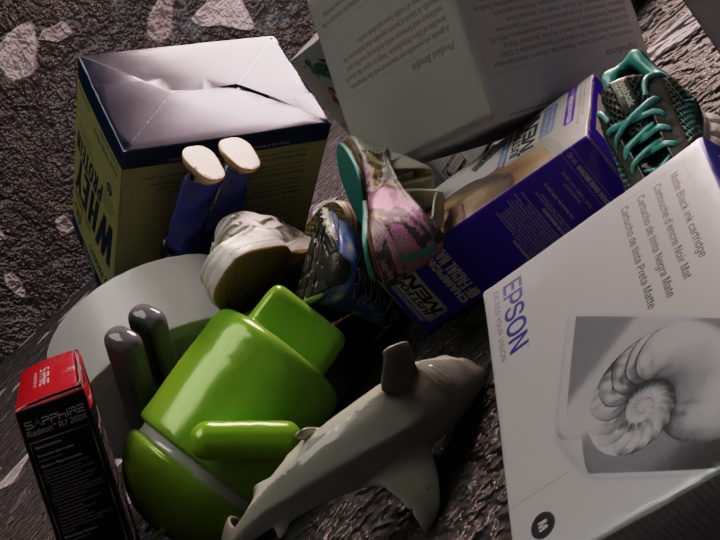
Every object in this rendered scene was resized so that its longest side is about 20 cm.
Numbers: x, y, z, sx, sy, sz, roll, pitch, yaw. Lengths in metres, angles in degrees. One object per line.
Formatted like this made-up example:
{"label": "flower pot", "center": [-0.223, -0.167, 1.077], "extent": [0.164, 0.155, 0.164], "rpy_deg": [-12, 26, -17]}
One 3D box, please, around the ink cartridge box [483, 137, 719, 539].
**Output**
{"label": "ink cartridge box", "center": [0.146, 0.027, 0.485], "extent": [0.199, 0.041, 0.201], "rpy_deg": [-37, 28, 24]}

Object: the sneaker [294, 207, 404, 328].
{"label": "sneaker", "center": [0.000, 0.000, 0.876], "extent": [0.200, 0.088, 0.080], "rpy_deg": [-2, -72, -85]}

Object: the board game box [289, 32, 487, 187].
{"label": "board game box", "center": [0.043, -0.183, 1.087], "extent": [0.064, 0.200, 0.148], "rpy_deg": [-25, 22, 48]}

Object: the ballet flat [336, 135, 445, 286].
{"label": "ballet flat", "center": [0.027, -0.051, 0.811], "extent": [0.070, 0.070, 0.201], "rpy_deg": [-13, 27, -2]}

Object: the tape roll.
{"label": "tape roll", "center": [-0.167, 0.079, 0.948], "extent": [0.202, 0.202, 0.071], "rpy_deg": [-40, 59, 13]}

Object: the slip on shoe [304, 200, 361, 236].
{"label": "slip on shoe", "center": [-0.055, 0.004, 1.125], "extent": [0.200, 0.061, 0.075], "rpy_deg": [-46, 56, 31]}

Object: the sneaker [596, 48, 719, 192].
{"label": "sneaker", "center": [0.175, -0.071, 0.650], "extent": [0.077, 0.091, 0.201], "rpy_deg": [-37, 16, 23]}

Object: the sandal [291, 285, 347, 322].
{"label": "sandal", "center": [-0.062, 0.028, 1.035], "extent": [0.198, 0.081, 0.058], "rpy_deg": [-23, 19, 22]}

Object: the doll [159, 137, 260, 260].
{"label": "doll", "center": [-0.140, -0.021, 0.952], "extent": [0.135, 0.048, 0.202], "rpy_deg": [-21, -34, -43]}

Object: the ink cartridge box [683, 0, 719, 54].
{"label": "ink cartridge box", "center": [0.329, -0.261, 0.775], "extent": [0.145, 0.084, 0.201], "rpy_deg": [-24, 25, 52]}

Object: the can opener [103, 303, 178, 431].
{"label": "can opener", "center": [-0.169, 0.106, 0.855], "extent": [0.053, 0.066, 0.202], "rpy_deg": [-48, -27, -35]}

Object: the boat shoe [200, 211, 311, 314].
{"label": "boat shoe", "center": [-0.094, -0.013, 0.885], "extent": [0.071, 0.069, 0.200], "rpy_deg": [-50, -8, 10]}

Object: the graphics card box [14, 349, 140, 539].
{"label": "graphics card box", "center": [-0.183, 0.166, 0.742], "extent": [0.050, 0.204, 0.125], "rpy_deg": [-18, 11, -14]}

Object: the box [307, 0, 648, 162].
{"label": "box", "center": [0.099, -0.201, 0.928], "extent": [0.198, 0.174, 0.198], "rpy_deg": [-19, 1, -32]}

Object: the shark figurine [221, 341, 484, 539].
{"label": "shark figurine", "center": [-0.001, 0.125, 0.624], "extent": [0.213, 0.090, 0.128], "rpy_deg": [-37, -20, -6]}

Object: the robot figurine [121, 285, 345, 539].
{"label": "robot figurine", "center": [-0.095, 0.112, 0.794], "extent": [0.201, 0.115, 0.175], "rpy_deg": [-54, 6, -13]}

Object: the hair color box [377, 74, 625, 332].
{"label": "hair color box", "center": [0.111, -0.049, 0.816], "extent": [0.199, 0.065, 0.110], "rpy_deg": [-37, 17, 30]}

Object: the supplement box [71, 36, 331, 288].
{"label": "supplement box", "center": [-0.157, -0.090, 1.020], "extent": [0.197, 0.135, 0.202], "rpy_deg": [-12, -40, -27]}
